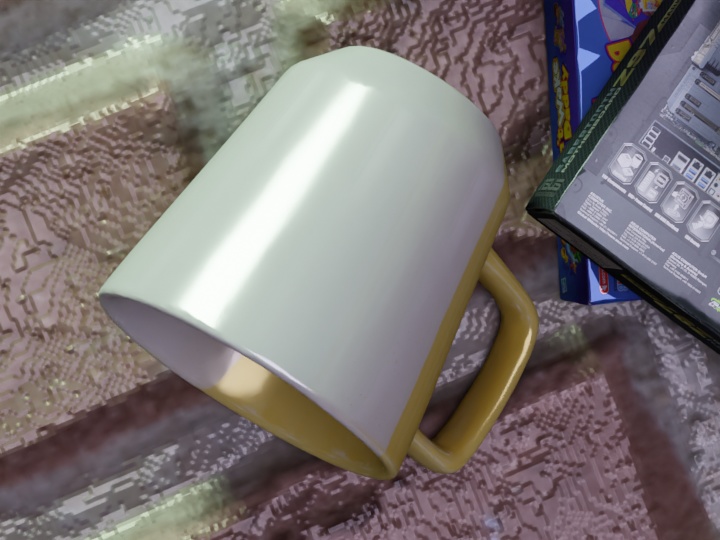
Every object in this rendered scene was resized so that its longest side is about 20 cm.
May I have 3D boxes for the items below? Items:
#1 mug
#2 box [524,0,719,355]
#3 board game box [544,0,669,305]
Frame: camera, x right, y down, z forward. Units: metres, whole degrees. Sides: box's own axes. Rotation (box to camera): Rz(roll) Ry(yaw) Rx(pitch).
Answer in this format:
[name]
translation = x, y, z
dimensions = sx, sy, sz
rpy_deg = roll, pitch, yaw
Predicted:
[mug]
translation = -0.008, -0.005, 1.042
dimensions = 0.149, 0.187, 0.153
rpy_deg = 26, 76, 20
[box]
translation = 0.199, -0.034, 1.064
dimensions = 0.200, 0.051, 0.158
rpy_deg = 35, 85, -11
[board game box]
translation = 0.158, -0.089, 1.102
dimensions = 0.134, 0.045, 0.200
rpy_deg = -4, 93, -12
